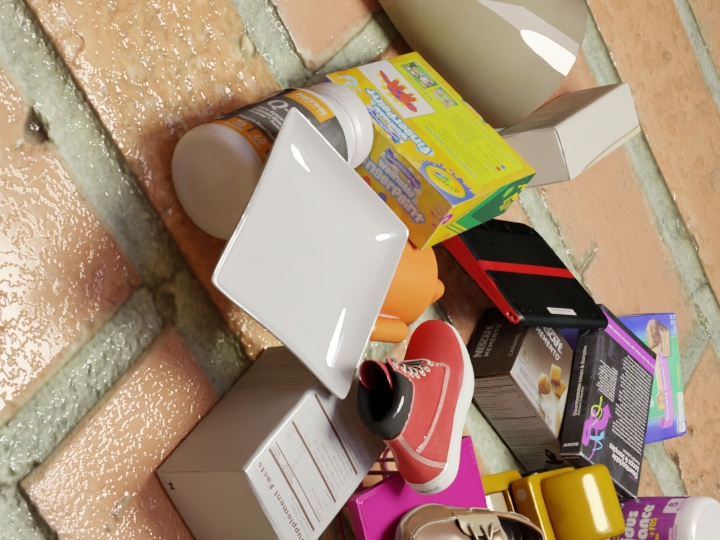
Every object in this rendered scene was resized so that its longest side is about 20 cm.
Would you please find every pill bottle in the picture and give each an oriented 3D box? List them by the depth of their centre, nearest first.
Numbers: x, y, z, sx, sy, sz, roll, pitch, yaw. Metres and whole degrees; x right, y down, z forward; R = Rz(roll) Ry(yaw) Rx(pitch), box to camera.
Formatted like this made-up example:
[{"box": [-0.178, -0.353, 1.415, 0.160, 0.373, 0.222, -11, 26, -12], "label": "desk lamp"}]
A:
[{"box": [-0.081, -0.114, 1.456, 0.200, 0.116, 0.116, -33, 109, -47], "label": "pill bottle"}, {"box": [0.344, 0.334, 1.823, 0.112, 0.200, 0.112, 12, 75, -49], "label": "pill bottle"}]

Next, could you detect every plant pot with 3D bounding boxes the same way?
[{"box": [0.124, -0.294, 1.702, 0.200, 0.187, 0.187, 31, 60, -27], "label": "plant pot"}]

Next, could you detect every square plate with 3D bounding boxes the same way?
[{"box": [-0.046, -0.014, 1.373, 0.200, 0.028, 0.198, 45, 54, -37], "label": "square plate"}]

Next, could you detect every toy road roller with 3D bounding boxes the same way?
[{"box": [0.207, 0.282, 1.697, 0.200, 0.146, 0.123, -2, 71, -48], "label": "toy road roller"}]

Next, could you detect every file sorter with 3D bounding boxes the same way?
[{"box": [0.025, 0.268, 1.514, 0.200, 0.125, 0.139, -20, 98, -50], "label": "file sorter"}]

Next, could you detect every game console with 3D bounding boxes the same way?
[{"box": [0.188, 0.005, 1.747, 0.200, 0.031, 0.177, 4, 43, -49], "label": "game console"}]

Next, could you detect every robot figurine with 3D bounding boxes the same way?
[{"box": [-0.001, -0.001, 1.536, 0.200, 0.117, 0.144, 15, 85, -49], "label": "robot figurine"}]

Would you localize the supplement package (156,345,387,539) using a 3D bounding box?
[{"box": [-0.075, 0.172, 1.416, 0.200, 0.117, 0.117, -48, 121, -42], "label": "supplement package"}]

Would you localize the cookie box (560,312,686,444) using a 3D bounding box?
[{"box": [0.344, 0.144, 1.952, 0.200, 0.075, 0.171, -3, 87, -49], "label": "cookie box"}]

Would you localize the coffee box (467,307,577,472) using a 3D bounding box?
[{"box": [0.212, 0.146, 1.789, 0.200, 0.080, 0.114, 53, 46, -31], "label": "coffee box"}]

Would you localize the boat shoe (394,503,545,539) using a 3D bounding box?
[{"box": [0.110, 0.264, 1.461, 0.200, 0.072, 0.076, 4, 79, -50], "label": "boat shoe"}]

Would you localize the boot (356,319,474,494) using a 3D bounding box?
[{"box": [0.048, 0.098, 1.448, 0.144, 0.072, 0.200, 54, 30, -37], "label": "boot"}]

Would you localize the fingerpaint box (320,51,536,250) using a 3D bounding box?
[{"box": [0.061, -0.131, 1.586, 0.200, 0.073, 0.167, 47, 38, 15], "label": "fingerpaint box"}]

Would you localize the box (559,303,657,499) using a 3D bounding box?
[{"box": [0.304, 0.161, 1.811, 0.143, 0.036, 0.200, 39, 53, -40], "label": "box"}]

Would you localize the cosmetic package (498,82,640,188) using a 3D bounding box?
[{"box": [0.262, -0.172, 1.885, 0.200, 0.103, 0.073, -34, 111, -46], "label": "cosmetic package"}]
